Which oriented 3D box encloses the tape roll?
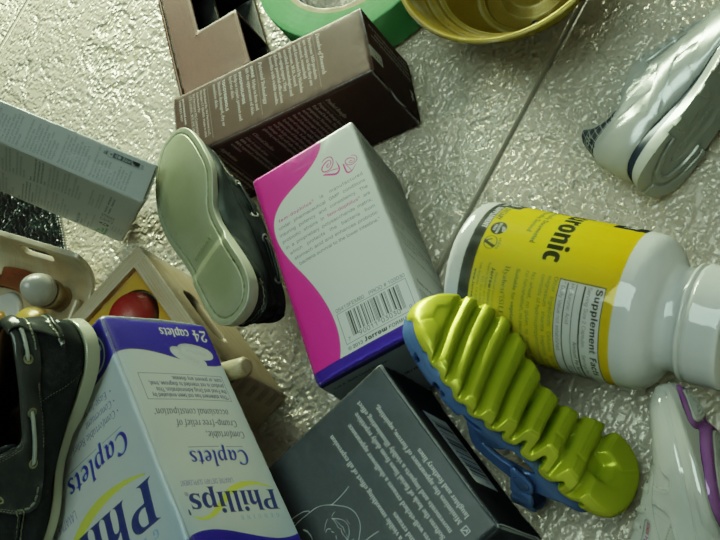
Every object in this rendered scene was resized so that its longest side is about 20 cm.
[{"bbox_3d":[-0.004,-0.297,1.065,0.198,0.048,0.203,-11,66,25],"label":"tape roll"}]

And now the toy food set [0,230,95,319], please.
[{"bbox_3d":[-0.355,0.066,1.107,0.142,0.060,0.202,13,77,32],"label":"toy food set"}]

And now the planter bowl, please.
[{"bbox_3d":[0.133,-0.262,0.954,0.198,0.083,0.203,-10,66,24],"label":"planter bowl"}]

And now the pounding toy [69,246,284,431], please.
[{"bbox_3d":[-0.167,0.095,0.943,0.184,0.142,0.200,-46,56,6],"label":"pounding toy"}]

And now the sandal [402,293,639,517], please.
[{"bbox_3d":[0.099,0.103,0.792,0.200,0.087,0.079,48,54,-2],"label":"sandal"}]

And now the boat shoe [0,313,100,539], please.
[{"bbox_3d":[-0.235,0.126,0.753,0.071,0.067,0.203,21,98,38],"label":"boat shoe"}]

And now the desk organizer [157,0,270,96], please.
[{"bbox_3d":[-0.144,-0.243,1.108,0.076,0.072,0.202,-26,61,15],"label":"desk organizer"}]

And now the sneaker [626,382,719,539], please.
[{"bbox_3d":[0.198,0.177,0.733,0.099,0.075,0.203,-11,80,31],"label":"sneaker"}]

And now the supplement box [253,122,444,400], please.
[{"bbox_3d":[0.000,0.000,0.907,0.100,0.103,0.202,-28,59,13],"label":"supplement box"}]

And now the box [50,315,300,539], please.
[{"bbox_3d":[-0.165,0.168,0.799,0.184,0.104,0.201,-43,61,24],"label":"box"}]

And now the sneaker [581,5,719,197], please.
[{"bbox_3d":[0.253,-0.154,0.856,0.200,0.076,0.081,-48,47,3],"label":"sneaker"}]

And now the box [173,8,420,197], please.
[{"bbox_3d":[-0.058,-0.141,1.002,0.198,0.100,0.076,-20,62,21],"label":"box"}]

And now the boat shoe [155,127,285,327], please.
[{"bbox_3d":[-0.111,-0.035,0.930,0.075,0.066,0.200,-49,51,22],"label":"boat shoe"}]

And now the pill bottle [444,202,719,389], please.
[{"bbox_3d":[0.168,0.021,0.806,0.198,0.111,0.113,14,78,31],"label":"pill bottle"}]

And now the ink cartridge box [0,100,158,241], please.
[{"bbox_3d":[-0.289,-0.094,1.005,0.199,0.198,0.041,156,133,-70],"label":"ink cartridge box"}]

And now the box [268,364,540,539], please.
[{"bbox_3d":[0.003,0.198,0.825,0.200,0.107,0.149,-42,60,7],"label":"box"}]
